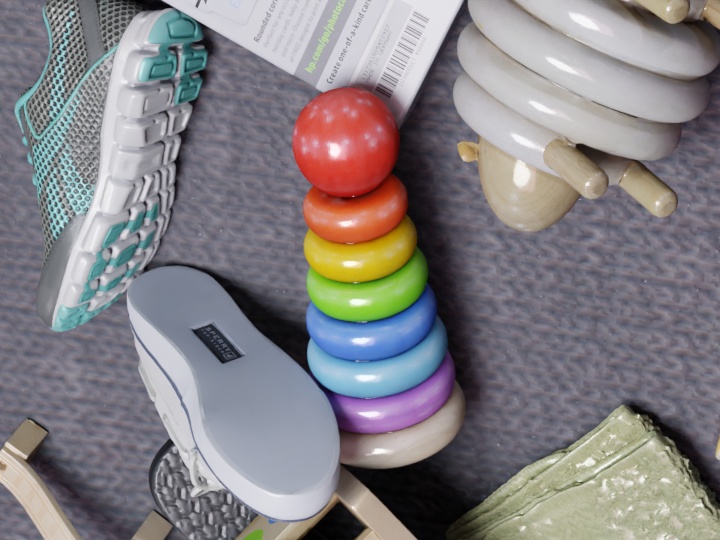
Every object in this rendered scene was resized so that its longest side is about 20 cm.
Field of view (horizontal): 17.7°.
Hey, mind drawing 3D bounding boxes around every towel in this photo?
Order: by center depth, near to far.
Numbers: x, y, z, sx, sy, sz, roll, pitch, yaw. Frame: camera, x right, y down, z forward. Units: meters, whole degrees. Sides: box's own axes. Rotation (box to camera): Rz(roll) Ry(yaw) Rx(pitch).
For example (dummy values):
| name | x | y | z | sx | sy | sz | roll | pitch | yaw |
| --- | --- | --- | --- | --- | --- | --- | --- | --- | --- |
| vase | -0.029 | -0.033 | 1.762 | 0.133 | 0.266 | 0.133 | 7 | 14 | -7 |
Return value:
| name | x | y | z | sx | sy | sz | roll | pitch | yaw |
| --- | --- | --- | --- | --- | --- | --- | --- | --- | --- |
| towel | 0.156 | 0.180 | 1.260 | 0.148 | 0.037 | 0.200 | -34 | 99 | 27 |

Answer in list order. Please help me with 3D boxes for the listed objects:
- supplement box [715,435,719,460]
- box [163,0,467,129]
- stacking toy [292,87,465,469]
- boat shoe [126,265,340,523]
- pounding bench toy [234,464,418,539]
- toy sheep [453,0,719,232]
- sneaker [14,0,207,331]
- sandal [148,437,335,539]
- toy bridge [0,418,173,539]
| name | x | y | z | sx | sy | sz | roll | pitch | yaw |
| --- | --- | --- | --- | --- | --- | --- | --- | --- | --- |
| supplement box | 0.262 | 0.005 | 1.107 | 0.130 | 0.103 | 0.201 | 16 | 117 | 11 |
| box | -0.032 | -0.185 | 1.152 | 0.199 | 0.041 | 0.157 | 29 | 119 | 3 |
| stacking toy | 0.000 | 0.000 | 1.184 | 0.085 | 0.086 | 0.201 | 0 | 123 | 18 |
| boat shoe | -0.071 | 0.085 | 1.222 | 0.202 | 0.074 | 0.087 | 46 | 144 | 45 |
| pounding bench toy | 0.000 | 0.225 | 1.236 | 0.156 | 0.124 | 0.200 | -46 | 106 | -5 |
| toy sheep | 0.112 | -0.110 | 1.090 | 0.137 | 0.138 | 0.201 | 28 | 106 | 4 |
| sneaker | -0.147 | -0.064 | 1.238 | 0.091 | 0.077 | 0.201 | 30 | 117 | 22 |
| sandal | -0.044 | 0.169 | 1.309 | 0.075 | 0.048 | 0.201 | -36 | 100 | -5 |
| toy bridge | -0.131 | 0.167 | 1.329 | 0.199 | 0.067 | 0.027 | 38 | 119 | -1 |
